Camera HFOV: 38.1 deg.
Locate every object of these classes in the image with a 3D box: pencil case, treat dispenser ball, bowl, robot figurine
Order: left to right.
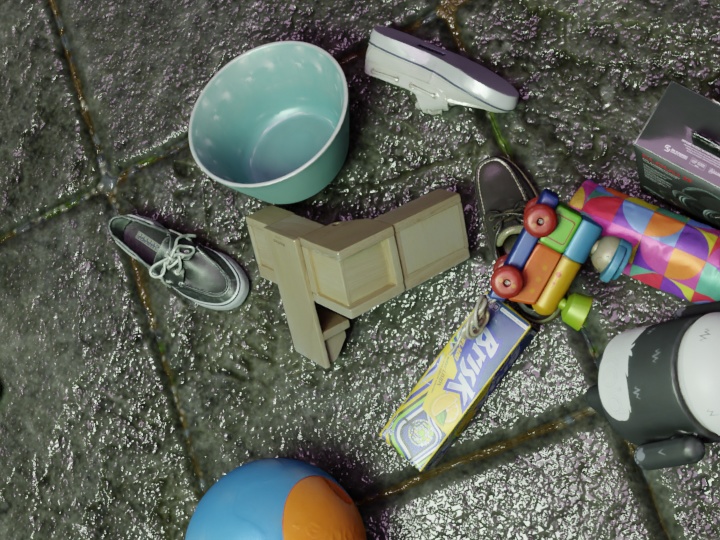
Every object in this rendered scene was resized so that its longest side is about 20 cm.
[{"bbox_3d":[-0.091,0.305,1.125,0.199,0.201,0.203,-3,80,18],"label":"treat dispenser ball"},{"bbox_3d":[-0.093,-0.160,1.237,0.199,0.105,0.203,-9,62,16],"label":"bowl"},{"bbox_3d":[0.307,-0.028,1.112,0.199,0.088,0.089,25,90,22],"label":"pencil case"},{"bbox_3d":[0.318,0.111,1.029,0.199,0.124,0.152,-22,76,55],"label":"robot figurine"}]

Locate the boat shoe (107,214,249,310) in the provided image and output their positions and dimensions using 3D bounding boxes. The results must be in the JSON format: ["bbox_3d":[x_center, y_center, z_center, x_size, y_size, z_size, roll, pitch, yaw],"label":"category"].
[{"bbox_3d":[-0.229,-0.016,1.293,0.199,0.068,0.074,35,93,20],"label":"boat shoe"}]

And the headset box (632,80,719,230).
[{"bbox_3d":[0.358,-0.101,1.042,0.148,0.200,0.078,32,91,19],"label":"headset box"}]

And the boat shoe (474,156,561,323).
[{"bbox_3d":[0.177,-0.041,1.163,0.073,0.065,0.202,-24,75,12],"label":"boat shoe"}]

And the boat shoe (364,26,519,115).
[{"bbox_3d":[0.090,-0.219,1.228,0.199,0.071,0.070,27,117,17],"label":"boat shoe"}]

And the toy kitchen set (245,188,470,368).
[{"bbox_3d":[0.000,0.000,1.224,0.199,0.179,0.165,22,131,52],"label":"toy kitchen set"}]

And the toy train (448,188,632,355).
[{"bbox_3d":[0.188,0.028,1.084,0.115,0.085,0.201,28,103,4],"label":"toy train"}]

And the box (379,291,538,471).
[{"bbox_3d":[0.110,0.124,1.156,0.064,0.070,0.201,37,94,18],"label":"box"}]
